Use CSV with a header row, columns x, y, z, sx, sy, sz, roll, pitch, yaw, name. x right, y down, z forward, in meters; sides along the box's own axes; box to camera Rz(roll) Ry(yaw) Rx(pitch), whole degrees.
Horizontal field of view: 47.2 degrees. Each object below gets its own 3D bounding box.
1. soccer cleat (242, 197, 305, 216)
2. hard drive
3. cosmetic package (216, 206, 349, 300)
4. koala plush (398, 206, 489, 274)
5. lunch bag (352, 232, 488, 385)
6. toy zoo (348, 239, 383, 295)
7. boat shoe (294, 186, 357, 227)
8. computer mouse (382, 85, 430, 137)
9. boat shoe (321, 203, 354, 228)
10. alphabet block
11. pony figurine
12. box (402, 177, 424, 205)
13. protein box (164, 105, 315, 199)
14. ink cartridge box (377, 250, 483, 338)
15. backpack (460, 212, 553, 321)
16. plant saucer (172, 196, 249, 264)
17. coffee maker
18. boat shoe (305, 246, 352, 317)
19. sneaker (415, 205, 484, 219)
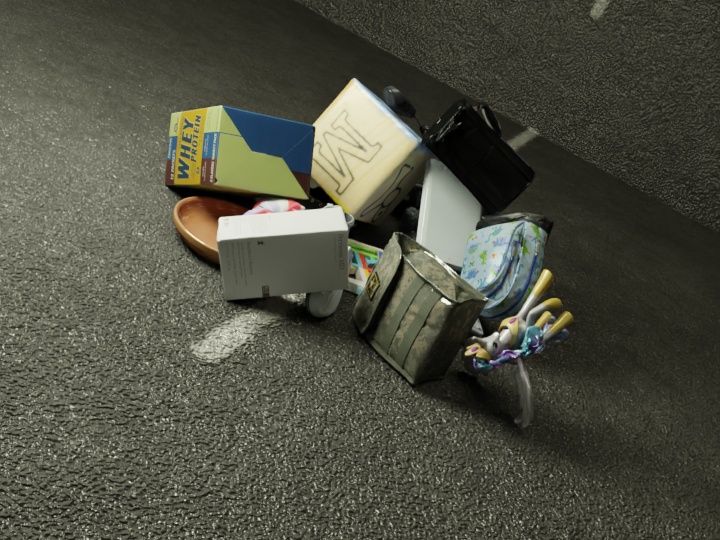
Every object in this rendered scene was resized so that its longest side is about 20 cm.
x,y,z,sx,sy,sz,roll,pitch,yaw,name
-0.168,-0.089,1.426,0.076,0.067,0.200,18,20,19,soccer cleat
0.178,-0.106,1.619,0.131,0.026,0.202,16,71,-22,hard drive
-0.118,-0.027,1.291,0.198,0.114,0.081,-6,31,-4,cosmetic package
0.205,-0.108,1.736,0.176,0.201,0.184,15,27,-23,koala plush
0.079,0.055,1.336,0.117,0.165,0.200,-1,35,-50,lunch bag
0.000,0.000,1.542,0.130,0.021,0.200,17,27,-20,toy zoo
-0.075,-0.135,1.678,0.200,0.063,0.074,14,24,-39,boat shoe
0.104,-0.319,1.741,0.058,0.034,0.200,31,-7,47,computer mouse
-0.056,-0.087,1.488,0.072,0.069,0.200,36,8,19,boat shoe
0.012,-0.233,1.676,0.196,0.200,0.195,47,11,16,alphabet block
0.245,0.122,1.309,0.199,0.194,0.166,-36,49,-20,pony figurine
0.137,-0.193,1.915,0.159,0.044,0.199,-13,22,-43,box
-0.222,-0.210,1.506,0.197,0.136,0.199,5,1,-38,protein box
0.126,0.037,1.537,0.199,0.044,0.199,28,24,-15,ink cartridge box
0.261,-0.005,1.532,0.153,0.202,0.162,17,-16,-40,backpack
-0.229,-0.060,1.419,0.199,0.038,0.201,22,26,-11,plant saucer
0.218,-0.205,1.550,0.200,0.135,0.192,43,33,-10,coffee maker
-0.067,0.018,1.401,0.070,0.073,0.200,4,26,12,boat shoe
0.225,-0.123,1.942,0.199,0.078,0.080,28,16,4,sneaker
